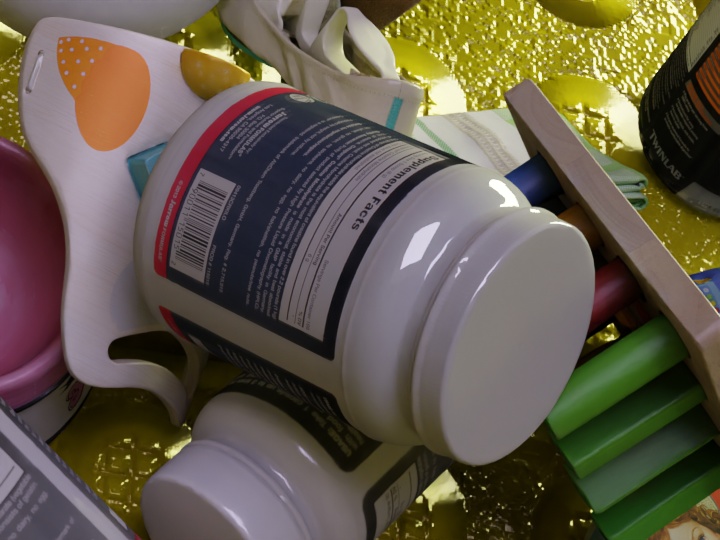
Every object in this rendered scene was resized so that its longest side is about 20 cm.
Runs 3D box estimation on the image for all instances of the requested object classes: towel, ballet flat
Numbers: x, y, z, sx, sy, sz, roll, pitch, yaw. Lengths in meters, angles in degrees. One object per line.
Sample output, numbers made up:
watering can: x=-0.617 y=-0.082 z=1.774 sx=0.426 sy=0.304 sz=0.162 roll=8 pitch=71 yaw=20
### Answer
towel: x=0.053 y=-0.067 z=1.356 sx=0.199 sy=0.031 sz=0.149 roll=-7 pitch=28 yaw=-24
ballet flat: x=-0.022 y=-0.134 z=1.344 sx=0.069 sy=0.070 sz=0.200 roll=-13 pitch=40 yaw=-26

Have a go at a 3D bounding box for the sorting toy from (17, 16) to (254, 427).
sorting toy: x=-0.104 y=-0.014 z=1.232 sx=0.106 sy=0.200 sz=0.181 roll=7 pitch=77 yaw=26

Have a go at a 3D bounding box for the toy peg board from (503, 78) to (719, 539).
toy peg board: x=0.122 y=0.039 z=1.229 sx=0.097 sy=0.200 sz=0.200 roll=-32 pitch=53 yaw=-2

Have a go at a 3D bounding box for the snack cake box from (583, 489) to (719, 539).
snack cake box: x=0.179 y=0.177 z=1.292 sx=0.115 sy=0.067 sz=0.201 roll=31 pitch=56 yaw=1

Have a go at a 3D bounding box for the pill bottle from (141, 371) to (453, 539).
pill bottle: x=-0.018 y=0.089 z=1.230 sx=0.114 sy=0.114 sz=0.200 roll=44 pitch=57 yaw=7

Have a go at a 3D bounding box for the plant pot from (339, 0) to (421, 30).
plant pot: x=0.013 y=-0.274 z=1.382 sx=0.186 sy=0.186 sz=0.200 roll=-41 pitch=97 yaw=-33

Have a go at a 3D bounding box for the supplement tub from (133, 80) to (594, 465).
supplement tub: x=0.000 y=0.000 z=1.123 sx=0.199 sy=0.141 sz=0.140 roll=25 pitch=50 yaw=32

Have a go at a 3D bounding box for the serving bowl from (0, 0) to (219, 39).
serving bowl: x=-0.157 y=-0.234 z=1.353 sx=0.198 sy=0.066 sz=0.202 roll=0 pitch=77 yaw=0

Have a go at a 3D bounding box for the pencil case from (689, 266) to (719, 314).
pencil case: x=0.252 y=0.025 z=1.397 sx=0.199 sy=0.087 sz=0.079 roll=-13 pitch=93 yaw=-25

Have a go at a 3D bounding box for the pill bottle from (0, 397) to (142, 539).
pill bottle: x=-0.203 y=0.116 z=1.120 sx=0.200 sy=0.114 sz=0.114 roll=47 pitch=55 yaw=-15

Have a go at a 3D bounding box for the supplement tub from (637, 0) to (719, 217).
supplement tub: x=0.262 y=-0.127 z=1.413 sx=0.122 sy=0.200 sz=0.123 roll=9 pitch=60 yaw=-16

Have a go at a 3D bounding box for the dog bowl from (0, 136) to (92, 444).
dog bowl: x=-0.228 y=0.008 z=1.231 sx=0.199 sy=0.074 sz=0.201 roll=9 pitch=60 yaw=-16
